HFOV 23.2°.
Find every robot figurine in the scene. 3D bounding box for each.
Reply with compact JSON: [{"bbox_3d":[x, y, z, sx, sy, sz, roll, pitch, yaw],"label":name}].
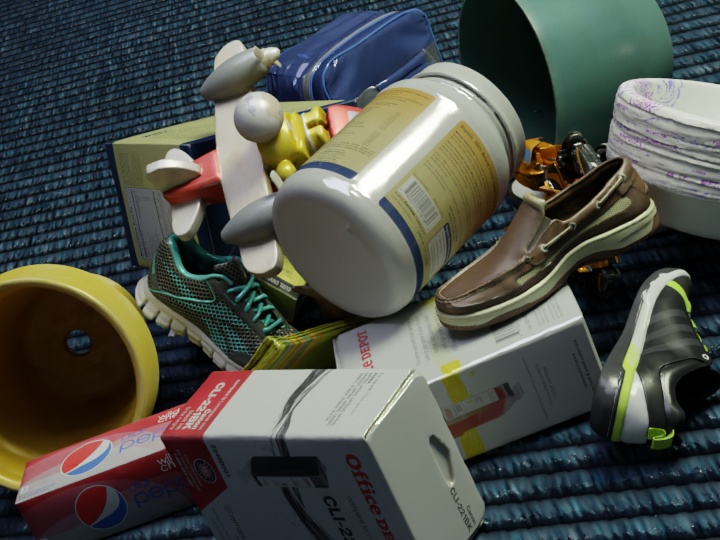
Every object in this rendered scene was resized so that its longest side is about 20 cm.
[{"bbox_3d":[0.174,-0.051,1.532,0.058,0.146,0.200,-14,13,-9],"label":"robot figurine"}]

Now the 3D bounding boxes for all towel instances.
[{"bbox_3d":[-0.052,0.076,1.475,0.086,0.018,0.200,-48,-14,21],"label":"towel"}]

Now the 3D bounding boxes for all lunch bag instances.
[{"bbox_3d":[0.010,-0.213,1.993,0.200,0.137,0.132,-38,28,-30],"label":"lunch bag"}]

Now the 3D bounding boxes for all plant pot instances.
[{"bbox_3d":[-0.277,0.085,1.624,0.199,0.202,0.189,-21,9,8],"label":"plant pot"},{"bbox_3d":[0.214,-0.208,1.748,0.160,0.202,0.200,-17,22,-19],"label":"plant pot"}]

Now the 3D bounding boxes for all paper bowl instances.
[{"bbox_3d":[0.305,-0.090,1.470,0.199,0.105,0.201,7,16,-2],"label":"paper bowl"}]

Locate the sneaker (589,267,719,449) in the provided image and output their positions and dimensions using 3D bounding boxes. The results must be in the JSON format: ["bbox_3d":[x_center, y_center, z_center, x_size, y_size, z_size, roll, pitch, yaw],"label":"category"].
[{"bbox_3d":[0.237,0.075,1.335,0.082,0.072,0.200,15,40,17],"label":"sneaker"}]

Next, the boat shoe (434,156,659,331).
[{"bbox_3d":[0.139,-0.028,1.388,0.201,0.075,0.075,-30,24,-17],"label":"boat shoe"}]

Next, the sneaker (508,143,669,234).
[{"bbox_3d":[0.214,-0.084,1.628,0.199,0.080,0.074,3,38,47],"label":"sneaker"}]

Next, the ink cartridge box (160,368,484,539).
[{"bbox_3d":[-0.027,0.153,1.297,0.199,0.145,0.084,-5,32,37],"label":"ink cartridge box"}]

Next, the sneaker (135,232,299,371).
[{"bbox_3d":[-0.116,0.033,1.596,0.199,0.092,0.078,28,36,13],"label":"sneaker"}]

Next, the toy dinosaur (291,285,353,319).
[{"bbox_3d":[0.000,0.000,1.606,0.200,0.086,0.135,-44,1,-41],"label":"toy dinosaur"}]

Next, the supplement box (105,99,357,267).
[{"bbox_3d":[-0.123,-0.088,1.789,0.199,0.135,0.199,-17,13,-30],"label":"supplement box"}]

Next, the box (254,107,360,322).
[{"bbox_3d":[-0.035,-0.053,1.672,0.201,0.050,0.075,-60,-5,-20],"label":"box"}]

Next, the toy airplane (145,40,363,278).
[{"bbox_3d":[-0.098,-0.108,1.574,0.199,0.141,0.199,30,65,22],"label":"toy airplane"}]

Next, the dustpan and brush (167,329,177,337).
[{"bbox_3d":[-0.087,0.008,1.730,0.198,0.058,0.140,-5,22,6],"label":"dustpan and brush"}]

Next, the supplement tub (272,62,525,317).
[{"bbox_3d":[0.037,-0.072,1.483,0.144,0.145,0.200,5,40,46],"label":"supplement tub"}]

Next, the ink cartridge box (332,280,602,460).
[{"bbox_3d":[0.087,0.078,1.413,0.199,0.084,0.145,-22,24,5],"label":"ink cartridge box"}]

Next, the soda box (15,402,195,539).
[{"bbox_3d":[-0.191,0.173,1.502,0.199,0.064,0.070,-21,25,8],"label":"soda box"}]
